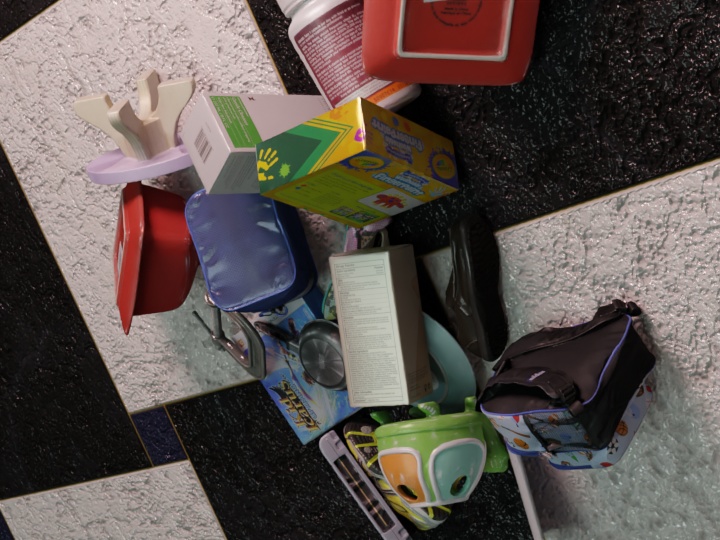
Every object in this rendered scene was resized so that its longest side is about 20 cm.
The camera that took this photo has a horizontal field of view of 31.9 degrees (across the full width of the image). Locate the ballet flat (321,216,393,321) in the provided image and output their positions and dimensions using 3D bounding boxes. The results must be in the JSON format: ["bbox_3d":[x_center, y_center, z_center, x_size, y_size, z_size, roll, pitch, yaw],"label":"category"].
[{"bbox_3d":[0.000,0.000,1.726,0.071,0.069,0.201,29,122,20],"label":"ballet flat"}]

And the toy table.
[{"bbox_3d":[-0.314,-0.205,1.810,0.199,0.184,0.118,-14,115,3],"label":"toy table"}]

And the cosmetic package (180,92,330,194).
[{"bbox_3d":[-0.118,-0.165,1.633,0.108,0.199,0.085,60,137,26],"label":"cosmetic package"}]

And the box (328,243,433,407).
[{"bbox_3d":[0.027,0.071,1.639,0.094,0.078,0.201,-4,95,29],"label":"box"}]

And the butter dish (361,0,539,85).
[{"bbox_3d":[0.098,-0.328,1.444,0.199,0.148,0.200,1,119,-7],"label":"butter dish"}]

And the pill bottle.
[{"bbox_3d":[-0.018,-0.281,1.570,0.114,0.114,0.201,-28,93,43],"label":"pill bottle"}]

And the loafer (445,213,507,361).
[{"bbox_3d":[0.136,0.024,1.618,0.071,0.073,0.201,5,114,35],"label":"loafer"}]

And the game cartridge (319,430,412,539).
[{"bbox_3d":[0.005,0.323,1.843,0.040,0.133,0.200,-36,84,-2],"label":"game cartridge"}]

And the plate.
[{"bbox_3d":[0.068,0.127,1.722,0.199,0.026,0.201,26,140,25],"label":"plate"}]

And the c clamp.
[{"bbox_3d":[-0.199,0.089,1.860,0.171,0.027,0.200,47,158,14],"label":"c clamp"}]

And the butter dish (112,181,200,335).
[{"bbox_3d":[-0.290,-0.030,1.888,0.200,0.147,0.200,-109,29,-53],"label":"butter dish"}]

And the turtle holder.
[{"bbox_3d":[0.104,0.242,1.673,0.140,0.185,0.133,-13,80,25],"label":"turtle holder"}]

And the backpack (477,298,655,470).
[{"bbox_3d":[0.248,0.147,1.527,0.190,0.200,0.155,-6,120,43],"label":"backpack"}]

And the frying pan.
[{"bbox_3d":[-0.075,0.102,1.796,0.190,0.031,0.115,37,132,14],"label":"frying pan"}]

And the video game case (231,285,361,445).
[{"bbox_3d":[-0.079,0.137,1.867,0.200,0.045,0.181,55,134,3],"label":"video game case"}]

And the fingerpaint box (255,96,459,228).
[{"bbox_3d":[-0.002,-0.129,1.554,0.166,0.200,0.074,-20,68,34],"label":"fingerpaint box"}]

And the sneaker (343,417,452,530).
[{"bbox_3d":[0.042,0.301,1.829,0.200,0.075,0.077,47,139,17],"label":"sneaker"}]

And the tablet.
[{"bbox_3d":[0.215,0.286,1.660,0.014,0.130,0.201,-16,103,3],"label":"tablet"}]

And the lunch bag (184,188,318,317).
[{"bbox_3d":[-0.143,-0.030,1.753,0.135,0.132,0.201,-18,84,14],"label":"lunch bag"}]
